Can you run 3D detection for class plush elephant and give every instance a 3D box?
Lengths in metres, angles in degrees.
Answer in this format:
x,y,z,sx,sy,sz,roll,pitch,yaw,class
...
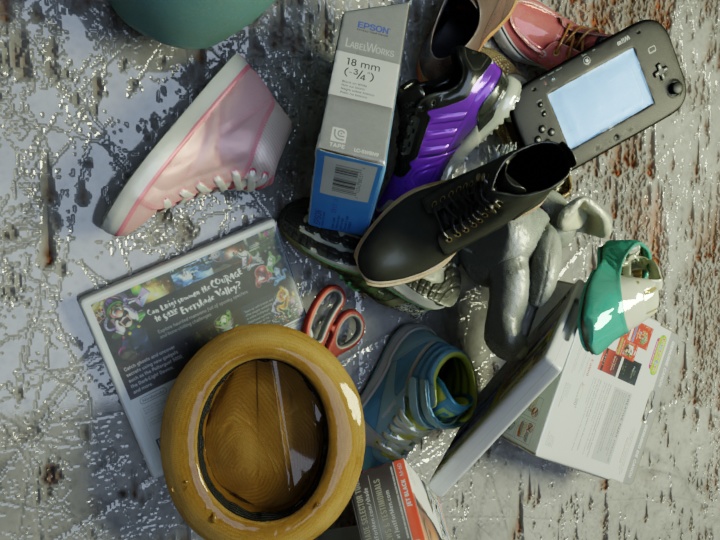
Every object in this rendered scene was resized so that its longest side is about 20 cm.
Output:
x,y,z,sx,sy,sz,roll,pitch,yaw,class
0.170,-0.030,0.768,0.152,0.163,0.205,0,109,-40,plush elephant

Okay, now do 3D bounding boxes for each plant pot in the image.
x,y,z,sx,sy,sz,roll,pitch,yaw,class
-0.142,-0.266,0.585,0.196,0.203,0.136,10,130,-27,plant pot

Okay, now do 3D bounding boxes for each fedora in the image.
x,y,z,sx,sy,sz,roll,pitch,yaw,class
-0.089,0.151,0.666,0.195,0.082,0.207,0,89,-8,fedora

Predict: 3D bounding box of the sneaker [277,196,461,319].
x,y,z,sx,sy,sz,roll,pitch,yaw,class
0.000,0.000,0.734,0.196,0.089,0.078,27,51,-3,sneaker

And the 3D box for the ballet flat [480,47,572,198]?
x,y,z,sx,sy,sz,roll,pitch,yaw,class
0.190,-0.163,0.815,0.070,0.065,0.202,-40,111,-17,ballet flat

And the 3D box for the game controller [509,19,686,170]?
x,y,z,sx,sy,sz,roll,pitch,yaw,class
0.253,-0.182,0.768,0.197,0.042,0.106,-29,110,-6,game controller

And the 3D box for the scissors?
x,y,z,sx,sy,sz,roll,pitch,yaw,class
-0.057,0.112,0.724,0.073,0.014,0.203,40,70,-34,scissors

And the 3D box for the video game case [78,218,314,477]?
x,y,z,sx,sy,sz,roll,pitch,yaw,class
-0.143,0.072,0.699,0.197,0.023,0.186,-24,107,-22,video game case

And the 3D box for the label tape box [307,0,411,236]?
x,y,z,sx,sy,sz,roll,pitch,yaw,class
0.000,-0.157,0.665,0.062,0.145,0.205,10,68,-3,label tape box

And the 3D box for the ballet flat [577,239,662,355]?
x,y,z,sx,sy,sz,roll,pitch,yaw,class
0.265,0.017,0.722,0.200,0.069,0.069,-46,123,-56,ballet flat

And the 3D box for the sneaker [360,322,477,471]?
x,y,z,sx,sy,sz,roll,pitch,yaw,class
0.050,0.159,0.746,0.078,0.130,0.204,24,86,-28,sneaker

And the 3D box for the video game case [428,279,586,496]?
x,y,z,sx,sy,sz,roll,pitch,yaw,class
0.156,0.118,0.737,0.022,0.202,0.182,38,33,8,video game case

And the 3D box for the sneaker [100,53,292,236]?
x,y,z,sx,sy,sz,roll,pitch,yaw,class
-0.137,-0.089,0.652,0.104,0.075,0.202,42,73,-19,sneaker

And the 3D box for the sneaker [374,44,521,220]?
x,y,z,sx,sy,sz,roll,pitch,yaw,class
0.062,-0.138,0.727,0.099,0.070,0.201,33,105,-25,sneaker

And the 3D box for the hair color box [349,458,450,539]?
x,y,z,sx,sy,sz,roll,pitch,yaw,class
0.051,0.271,0.713,0.062,0.113,0.201,-20,149,7,hair color box

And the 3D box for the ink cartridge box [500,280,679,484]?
x,y,z,sx,sy,sz,roll,pitch,yaw,class
0.282,0.139,0.887,0.173,0.083,0.205,23,86,-27,ink cartridge box

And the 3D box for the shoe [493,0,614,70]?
x,y,z,sx,sy,sz,roll,pitch,yaw,class
0.242,-0.257,0.816,0.197,0.090,0.073,24,85,-27,shoe

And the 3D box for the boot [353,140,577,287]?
x,y,z,sx,sy,sz,roll,pitch,yaw,class
0.081,-0.053,0.616,0.197,0.138,0.079,-32,88,1,boot

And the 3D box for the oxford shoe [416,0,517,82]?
x,y,z,sx,sy,sz,roll,pitch,yaw,class
0.124,-0.283,0.752,0.070,0.073,0.204,26,83,6,oxford shoe

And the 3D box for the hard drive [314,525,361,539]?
x,y,z,sx,sy,sz,roll,pitch,yaw,class
-0.013,0.362,0.753,0.129,0.027,0.204,-16,107,21,hard drive
